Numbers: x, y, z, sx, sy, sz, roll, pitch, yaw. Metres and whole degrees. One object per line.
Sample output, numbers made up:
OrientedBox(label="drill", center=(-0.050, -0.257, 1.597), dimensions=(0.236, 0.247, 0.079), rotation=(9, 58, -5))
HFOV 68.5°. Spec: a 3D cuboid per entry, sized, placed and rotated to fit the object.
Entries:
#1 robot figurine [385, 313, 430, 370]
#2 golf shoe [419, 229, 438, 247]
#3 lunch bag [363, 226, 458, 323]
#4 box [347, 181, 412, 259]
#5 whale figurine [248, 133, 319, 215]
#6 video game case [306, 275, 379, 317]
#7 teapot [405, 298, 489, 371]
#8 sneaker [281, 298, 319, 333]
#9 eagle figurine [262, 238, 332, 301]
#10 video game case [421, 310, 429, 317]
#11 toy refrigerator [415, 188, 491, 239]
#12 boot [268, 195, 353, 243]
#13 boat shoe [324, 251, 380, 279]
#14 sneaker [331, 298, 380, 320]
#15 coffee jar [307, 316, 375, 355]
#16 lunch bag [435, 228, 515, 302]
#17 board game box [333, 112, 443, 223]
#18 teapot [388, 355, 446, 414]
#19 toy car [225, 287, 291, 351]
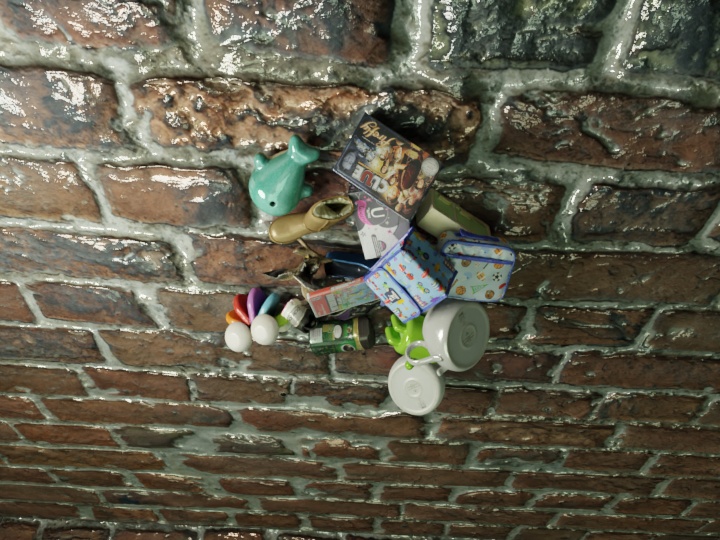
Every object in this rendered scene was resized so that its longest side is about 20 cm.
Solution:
OrientedBox(label="robot figurine", center=(0.169, 0.191, 1.500), dimensions=(0.194, 0.116, 0.180), rotation=(19, 109, -17))
OrientedBox(label="golf shoe", center=(0.131, -0.050, 1.345), dimensions=(0.192, 0.077, 0.093), rotation=(-7, 138, 12))
OrientedBox(label="lunch bag", center=(0.103, 0.025, 1.229), dimensions=(0.150, 0.095, 0.200), rotation=(42, 135, -6))
OrientedBox(label="box", center=(0.050, -0.141, 1.225), dimensions=(0.127, 0.117, 0.204), rotation=(-7, 134, 9))
OrientedBox(label="whale figurine", center=(-0.171, -0.204, 1.180), dimensions=(0.156, 0.106, 0.199), rotation=(30, 130, -25))
OrientedBox(label="video game case", center=(-0.033, 0.064, 1.351), dimensions=(0.193, 0.018, 0.144), rotation=(-17, 156, -2))
OrientedBox(label="teapot", center=(0.226, 0.155, 1.360), dimensions=(0.195, 0.206, 0.144), rotation=(14, 179, -37))
OrientedBox(label="sneaker", center=(-0.147, 0.130, 1.465), dimensions=(0.074, 0.087, 0.199), rotation=(-47, 165, 7))
OrientedBox(label="eagle figurine", center=(-0.154, 0.013, 1.375), dimensions=(0.147, 0.155, 0.200), rotation=(-9, 154, -42))
OrientedBox(label="video game case", center=(0.238, 0.074, 1.487), dimensions=(0.192, 0.037, 0.184), rotation=(13, 134, -10))
OrientedBox(label="toy refrigerator", center=(0.228, -0.110, 1.277), dimensions=(0.196, 0.078, 0.070), rotation=(28, 131, -23))
OrientedBox(label="boot", center=(-0.119, -0.118, 1.199), dimensions=(0.170, 0.069, 0.199), rotation=(-19, -178, -16))
OrientedBox(label="boat shoe", center=(0.000, 0.000, 1.401), dimensions=(0.192, 0.085, 0.071), rotation=(15, 119, 8))
OrientedBox(label="sneaker", center=(0.008, 0.086, 1.500), dimensions=(0.194, 0.078, 0.087), rotation=(-20, 147, 26))
OrientedBox(label="coffee jar", center=(-0.053, 0.195, 1.581), dimensions=(0.192, 0.088, 0.105), rotation=(-8, 150, 11))
OrientedBox(label="lunch bag", center=(0.261, -0.013, 1.254), dimensions=(0.192, 0.077, 0.165), rotation=(6, 121, -7))
OrientedBox(label="board game box", center=(0.057, -0.213, 1.099), dimensions=(0.197, 0.035, 0.138), rotation=(33, 95, 9))
OrientedBox(label="teapot", center=(0.189, 0.341, 1.673), dimensions=(0.193, 0.145, 0.205), rotation=(16, 108, 19))
OrientedBox(label="toy car", center=(-0.294, 0.127, 1.500), dimensions=(0.193, 0.175, 0.156), rotation=(-15, 97, 18))
